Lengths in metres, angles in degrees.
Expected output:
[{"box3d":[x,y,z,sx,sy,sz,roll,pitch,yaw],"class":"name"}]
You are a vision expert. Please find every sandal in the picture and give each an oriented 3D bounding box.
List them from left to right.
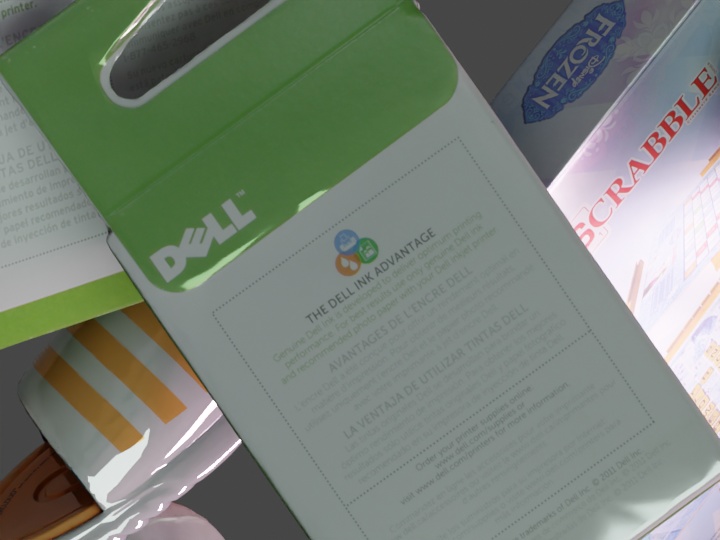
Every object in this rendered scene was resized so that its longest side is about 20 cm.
[{"box3d":[-0.048,0.013,0.813,0.206,0.079,0.059,-38,111,-15],"class":"sandal"}]

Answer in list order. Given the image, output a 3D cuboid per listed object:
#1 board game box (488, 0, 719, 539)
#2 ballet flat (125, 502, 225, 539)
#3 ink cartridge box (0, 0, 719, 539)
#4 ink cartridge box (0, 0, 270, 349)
[{"box3d":[0.098,0.003,0.838,0.200,0.041,0.199,-51,137,-3],"class":"board game box"},{"box3d":[-0.015,0.150,0.831,0.069,0.069,0.200,-42,119,2],"class":"ballet flat"},{"box3d":[0.000,0.000,0.719,0.104,0.059,0.201,-35,92,-2],"class":"ink cartridge box"},{"box3d":[-0.081,-0.093,0.740,0.147,0.076,0.201,-19,120,-13],"class":"ink cartridge box"}]
